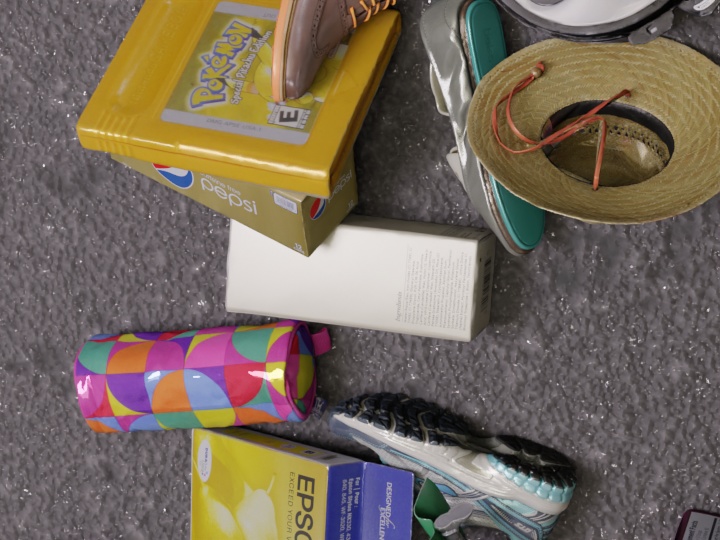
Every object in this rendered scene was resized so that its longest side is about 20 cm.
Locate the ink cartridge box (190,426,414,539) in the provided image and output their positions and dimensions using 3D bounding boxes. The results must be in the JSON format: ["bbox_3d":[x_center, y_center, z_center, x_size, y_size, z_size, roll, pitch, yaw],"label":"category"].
[{"bbox_3d":[-0.053,0.235,1.404,0.199,0.047,0.199,11,103,40],"label":"ink cartridge box"}]

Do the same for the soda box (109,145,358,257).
[{"bbox_3d":[-0.101,-0.090,1.348,0.199,0.068,0.064,27,147,25],"label":"soda box"}]

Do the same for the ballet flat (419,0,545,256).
[{"bbox_3d":[0.089,-0.108,1.335,0.063,0.067,0.202,-7,98,45],"label":"ballet flat"}]

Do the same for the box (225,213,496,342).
[{"bbox_3d":[0.000,0.000,1.369,0.198,0.068,0.083,8,101,15],"label":"box"}]

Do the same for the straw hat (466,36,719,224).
[{"bbox_3d":[0.177,-0.080,1.289,0.199,0.202,0.085,11,142,14],"label":"straw hat"}]

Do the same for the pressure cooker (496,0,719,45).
[{"bbox_3d":[0.163,-0.238,1.207,0.174,0.200,0.180,-11,94,17],"label":"pressure cooker"}]

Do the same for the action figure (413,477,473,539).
[{"bbox_3d":[0.097,0.257,1.352,0.054,0.119,0.201,-14,135,13],"label":"action figure"}]

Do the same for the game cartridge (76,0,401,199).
[{"bbox_3d":[-0.088,-0.144,1.326,0.198,0.177,0.033,13,144,13],"label":"game cartridge"}]

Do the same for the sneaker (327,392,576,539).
[{"bbox_3d":[0.061,0.161,1.376,0.199,0.078,0.087,21,108,12],"label":"sneaker"}]

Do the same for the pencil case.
[{"bbox_3d":[-0.126,0.085,1.414,0.198,0.088,0.089,-4,99,17],"label":"pencil case"}]

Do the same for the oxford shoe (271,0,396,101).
[{"bbox_3d":[-0.009,-0.206,1.295,0.072,0.071,0.201,20,72,8],"label":"oxford shoe"}]

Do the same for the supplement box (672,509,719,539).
[{"bbox_3d":[0.321,0.268,1.303,0.198,0.103,0.132,9,103,15],"label":"supplement box"}]
